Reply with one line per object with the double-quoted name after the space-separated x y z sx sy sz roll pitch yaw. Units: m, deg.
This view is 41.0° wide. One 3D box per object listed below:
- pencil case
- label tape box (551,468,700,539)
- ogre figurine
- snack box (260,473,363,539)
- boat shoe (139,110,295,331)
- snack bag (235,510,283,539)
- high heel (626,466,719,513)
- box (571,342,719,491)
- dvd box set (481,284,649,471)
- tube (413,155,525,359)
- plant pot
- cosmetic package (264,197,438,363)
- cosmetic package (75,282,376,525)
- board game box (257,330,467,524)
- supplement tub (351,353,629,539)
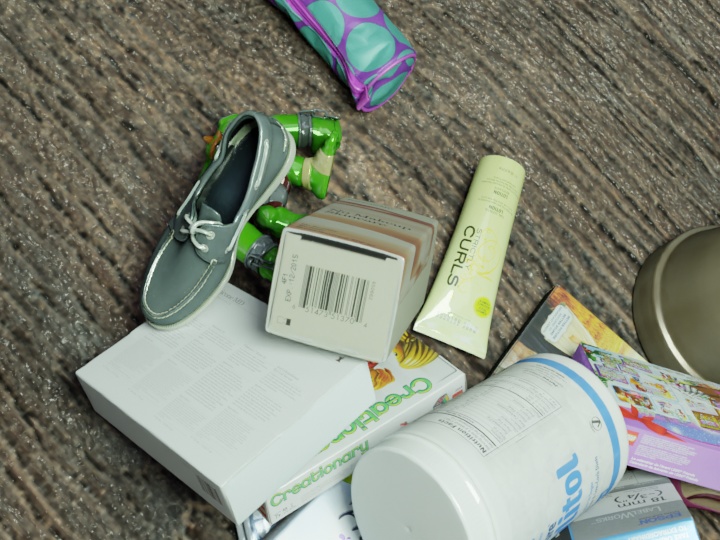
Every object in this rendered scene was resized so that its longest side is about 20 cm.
-0.031 -0.260 0.981 0.200 0.085 0.092 49 48 6 "pencil case"
0.197 0.229 0.771 0.143 0.200 0.064 -15 95 8 "label tape box"
-0.091 -0.076 0.879 0.119 0.098 0.202 13 73 1 "ogre figurine"
-0.005 0.262 0.777 0.200 0.068 0.169 -41 89 -27 "snack box"
-0.127 -0.044 0.793 0.073 0.062 0.201 32 87 18 "boat shoe"
-0.037 0.149 0.856 0.187 0.021 0.202 -11 74 -21 "snack bag"
0.337 0.192 0.880 0.199 0.096 0.068 19 74 -25 "high heel"
0.295 0.140 0.871 0.198 0.039 0.137 17 23 -10 "box"
0.226 0.131 0.938 0.200 0.029 0.146 41 64 2 "dvd box set"
0.116 -0.017 0.954 0.058 0.052 0.202 7 66 31 "tube"
0.402 0.027 0.953 0.198 0.174 0.202 6 68 -15 "plant pot"
0.000 0.000 0.812 0.102 0.200 0.088 13 103 8 "cosmetic package"
-0.110 0.093 0.773 0.199 0.052 0.151 26 54 39 "cosmetic package"
-0.026 0.114 0.803 0.199 0.035 0.126 -28 39 -25 "board game box"
0.105 0.157 0.752 0.199 0.132 0.133 -23 77 -39 "supplement tub"
